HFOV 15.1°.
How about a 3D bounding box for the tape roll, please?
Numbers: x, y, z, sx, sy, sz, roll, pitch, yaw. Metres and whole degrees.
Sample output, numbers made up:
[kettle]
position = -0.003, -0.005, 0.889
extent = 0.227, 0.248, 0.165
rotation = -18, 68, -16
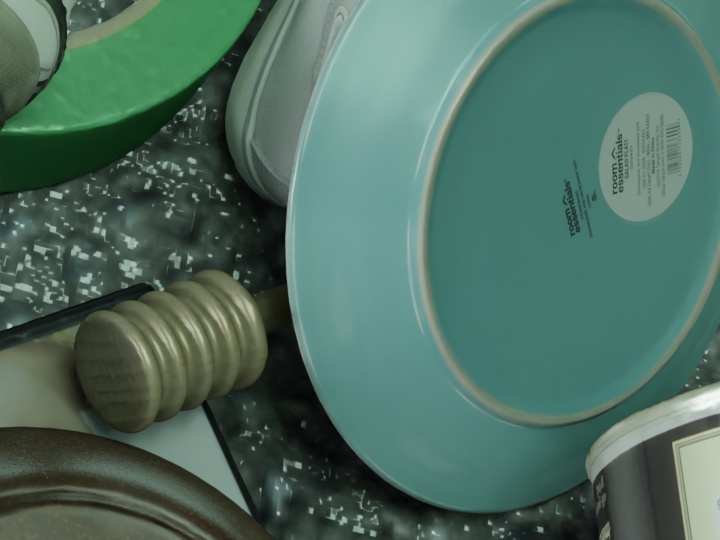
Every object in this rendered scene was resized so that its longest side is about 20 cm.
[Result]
[tape roll]
position = -0.124, -0.125, 0.843
extent = 0.200, 0.048, 0.201
rotation = 9, 66, -21

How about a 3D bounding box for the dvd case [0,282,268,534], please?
[dvd case]
position = -0.117, 0.096, 0.770
extent = 0.200, 0.018, 0.143
rotation = -19, 79, -29

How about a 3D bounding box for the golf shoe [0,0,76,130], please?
[golf shoe]
position = -0.167, -0.114, 0.754
extent = 0.200, 0.073, 0.092
rotation = 42, 51, -14

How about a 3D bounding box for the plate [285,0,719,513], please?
[plate]
position = 0.061, -0.021, 0.832
extent = 0.200, 0.026, 0.200
rotation = -11, 107, -38

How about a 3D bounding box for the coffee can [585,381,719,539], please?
[coffee can]
position = 0.151, 0.142, 0.797
extent = 0.146, 0.146, 0.200
rotation = 4, 67, -23

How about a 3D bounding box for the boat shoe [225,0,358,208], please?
[boat shoe]
position = 0.022, -0.108, 0.838
extent = 0.072, 0.069, 0.200
rotation = 30, 89, -35

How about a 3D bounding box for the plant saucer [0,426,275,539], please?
[plant saucer]
position = -0.081, 0.134, 0.742
extent = 0.200, 0.032, 0.200
rotation = 9, 66, -21

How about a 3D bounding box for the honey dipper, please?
[honey dipper]
position = 0.000, 0.000, 0.842
extent = 0.200, 0.038, 0.038
rotation = -23, 80, -38
